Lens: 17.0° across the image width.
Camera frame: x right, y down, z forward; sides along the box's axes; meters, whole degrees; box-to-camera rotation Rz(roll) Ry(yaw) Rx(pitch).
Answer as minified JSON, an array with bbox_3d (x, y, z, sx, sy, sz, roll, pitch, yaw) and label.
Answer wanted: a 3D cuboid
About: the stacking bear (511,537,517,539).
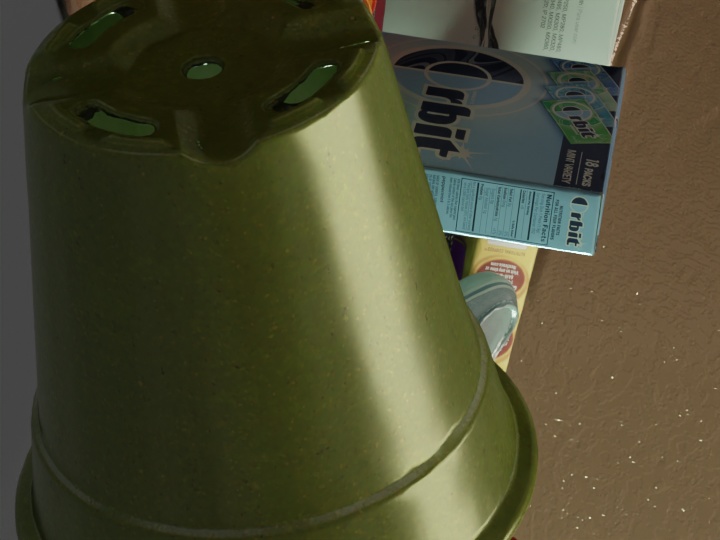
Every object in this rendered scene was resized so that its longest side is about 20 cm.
[{"bbox_3d":[0.014,0.203,1.709,0.114,0.199,0.122,94,8,-52],"label":"stacking bear"}]

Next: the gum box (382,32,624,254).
[{"bbox_3d":[0.053,-0.084,1.458,0.170,0.199,0.045,-71,169,-59],"label":"gum box"}]

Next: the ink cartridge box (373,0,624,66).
[{"bbox_3d":[0.083,-0.207,1.627,0.145,0.199,0.085,-70,170,-61],"label":"ink cartridge box"}]

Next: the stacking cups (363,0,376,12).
[{"bbox_3d":[-0.022,-0.148,1.433,0.200,0.060,0.061,-79,177,-62],"label":"stacking cups"}]

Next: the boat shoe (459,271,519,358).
[{"bbox_3d":[0.044,0.085,1.465,0.201,0.071,0.070,-46,144,-24],"label":"boat shoe"}]

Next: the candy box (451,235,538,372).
[{"bbox_3d":[0.055,0.010,1.580,0.117,0.056,0.201,24,-76,56],"label":"candy box"}]

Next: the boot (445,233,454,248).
[{"bbox_3d":[-0.009,0.022,1.450,0.163,0.073,0.198,-49,175,-10],"label":"boot"}]

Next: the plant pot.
[{"bbox_3d":[-0.041,0.001,0.857,0.200,0.199,0.190,-73,161,-51],"label":"plant pot"}]
